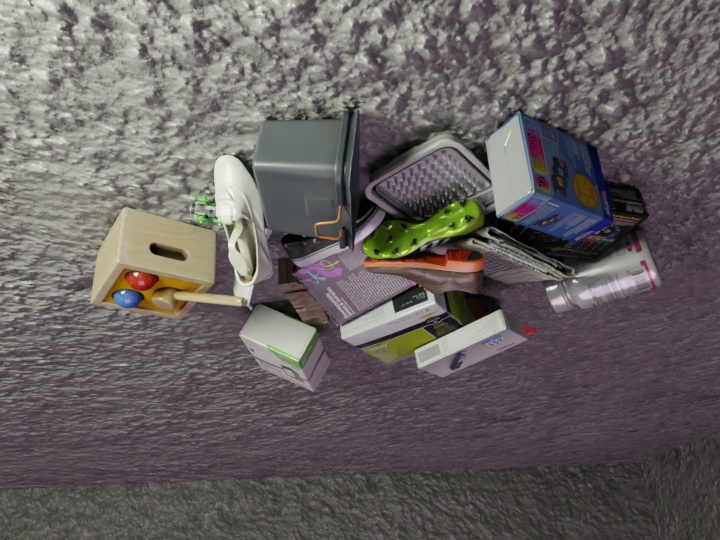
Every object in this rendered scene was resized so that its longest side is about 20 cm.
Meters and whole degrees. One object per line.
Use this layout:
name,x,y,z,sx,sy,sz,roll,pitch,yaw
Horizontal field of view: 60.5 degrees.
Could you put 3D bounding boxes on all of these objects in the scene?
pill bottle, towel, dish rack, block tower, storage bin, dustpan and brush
pill bottle,0.460,0.007,1.189,0.199,0.114,0.113,-21,147,25
towel,0.237,-0.016,1.071,0.192,0.035,0.200,24,167,-19
dish rack,0.120,-0.132,0.954,0.171,0.044,0.200,-25,146,31
block tower,-0.107,0.047,1.215,0.054,0.058,0.200,-9,152,8
storage bin,-0.072,-0.117,0.865,0.133,0.146,0.200,4,151,3
dustpan and brush,-0.191,0.003,1.087,0.057,0.141,0.200,19,168,-29

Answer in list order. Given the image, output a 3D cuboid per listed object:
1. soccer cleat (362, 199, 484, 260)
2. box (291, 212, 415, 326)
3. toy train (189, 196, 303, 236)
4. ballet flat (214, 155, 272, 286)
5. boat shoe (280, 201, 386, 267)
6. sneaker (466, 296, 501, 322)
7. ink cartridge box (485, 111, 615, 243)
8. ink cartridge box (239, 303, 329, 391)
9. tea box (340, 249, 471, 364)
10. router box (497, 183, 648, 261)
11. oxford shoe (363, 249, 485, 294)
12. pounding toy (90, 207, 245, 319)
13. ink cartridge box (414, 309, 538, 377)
soccer cleat,0.102,-0.057,0.979,0.199,0.068,0.081,-17,162,19
box,0.000,0.000,1.084,0.199,0.036,0.143,-29,119,17
toy train,-0.165,-0.084,0.969,0.198,0.042,0.056,7,-179,-5
ballet flat,-0.175,-0.065,0.901,0.069,0.070,0.201,-8,118,4
boat shoe,-0.052,-0.071,1.017,0.199,0.070,0.066,-23,123,35
sneaker,0.227,0.096,1.362,0.199,0.076,0.088,17,156,-23
ink cartridge box,0.285,-0.127,0.897,0.199,0.137,0.076,14,150,-32
ink cartridge box,-0.159,0.171,1.339,0.145,0.084,0.200,21,155,17
tea box,0.087,0.073,1.207,0.199,0.134,0.197,-22,147,21
router box,0.358,-0.086,1.056,0.199,0.063,0.150,5,150,-19
oxford shoe,0.102,0.006,1.010,0.199,0.071,0.073,4,115,13
pounding toy,-0.318,0.011,1.024,0.199,0.143,0.184,15,145,-32
ink cartridge box,0.236,0.155,1.218,0.199,0.045,0.176,-30,145,29
